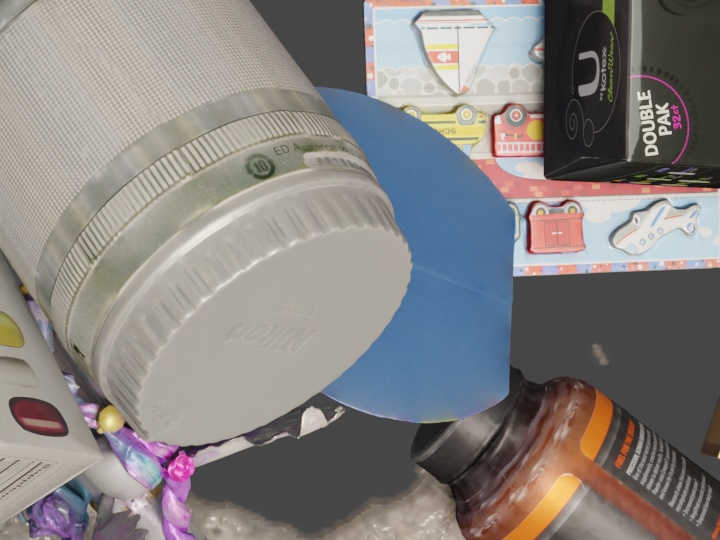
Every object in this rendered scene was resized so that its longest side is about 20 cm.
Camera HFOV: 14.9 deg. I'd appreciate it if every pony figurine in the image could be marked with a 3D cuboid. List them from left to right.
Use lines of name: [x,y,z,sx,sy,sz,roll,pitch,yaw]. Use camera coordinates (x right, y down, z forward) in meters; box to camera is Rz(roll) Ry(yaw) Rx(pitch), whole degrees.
pony figurine: [-0.114,0.093,1.349,0.166,0.193,0.200,-42,96,-17]

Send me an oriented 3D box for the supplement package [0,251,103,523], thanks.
supplement package: [-0.242,0.037,1.257,0.155,0.111,0.200,-32,74,13]

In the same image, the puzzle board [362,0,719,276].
puzzle board: [0.102,-0.073,1.470,0.199,0.017,0.151,-2,92,-11]

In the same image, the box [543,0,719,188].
box: [0.206,-0.118,1.419,0.199,0.124,0.149,2,87,-16]

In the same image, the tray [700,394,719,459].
tray: [0.295,0.087,1.500,0.199,0.037,0.099,20,88,-11]

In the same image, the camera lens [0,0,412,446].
camera lens: [-0.089,-0.042,1.247,0.160,0.160,0.200,-33,63,-8]

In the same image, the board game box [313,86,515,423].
board game box: [0.000,0.000,1.393,0.158,0.039,0.201,20,49,-19]

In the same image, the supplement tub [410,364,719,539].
supplement tub: [0.124,0.127,1.434,0.200,0.107,0.107,38,85,-10]
